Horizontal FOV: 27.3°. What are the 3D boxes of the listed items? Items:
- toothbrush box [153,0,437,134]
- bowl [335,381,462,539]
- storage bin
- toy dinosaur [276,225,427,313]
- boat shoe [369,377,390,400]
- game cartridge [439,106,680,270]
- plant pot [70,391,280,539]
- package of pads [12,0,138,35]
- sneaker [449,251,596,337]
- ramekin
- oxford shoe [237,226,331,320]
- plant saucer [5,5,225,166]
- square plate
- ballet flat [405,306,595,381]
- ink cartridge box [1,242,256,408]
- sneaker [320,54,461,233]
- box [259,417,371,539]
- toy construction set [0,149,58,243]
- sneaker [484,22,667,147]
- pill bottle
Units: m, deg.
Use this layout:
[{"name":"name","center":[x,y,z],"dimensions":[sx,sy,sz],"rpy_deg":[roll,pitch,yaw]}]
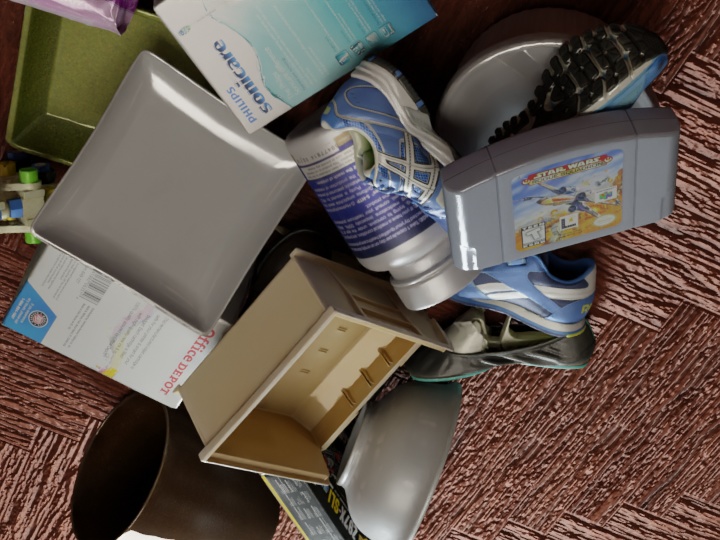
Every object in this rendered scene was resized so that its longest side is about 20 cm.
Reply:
[{"name":"toothbrush box","center":[-0.058,-0.237,1.278],"dimensions":[0.200,0.085,0.147],"rpy_deg":[-32,119,11]},{"name":"bowl","center":[0.032,0.199,1.584],"dimensions":[0.090,0.201,0.201],"rpy_deg":[20,130,-2]},{"name":"storage bin","center":[-0.042,0.100,1.445],"dimensions":[0.198,0.094,0.200],"rpy_deg":[21,117,-47]},{"name":"toy dinosaur","center":[0.000,0.000,1.515],"dimensions":[0.200,0.058,0.101],"rpy_deg":[34,128,-18]},{"name":"boat shoe","center":[-0.055,0.079,1.580],"dimensions":[0.199,0.074,0.068],"rpy_deg":[25,130,-12]},{"name":"game cartridge","center":[0.167,-0.070,1.233],"dimensions":[0.199,0.042,0.133],"rpy_deg":[-15,149,-1]},{"name":"plant pot","center":[-0.197,0.260,1.707],"dimensions":[0.200,0.187,0.187],"rpy_deg":[28,130,-32]},{"name":"package of pads","center":[-0.282,-0.290,1.284],"dimensions":[0.199,0.076,0.121],"rpy_deg":[17,96,-4]},{"name":"sneaker","center":[0.143,-0.004,1.481],"dimensions":[0.199,0.074,0.082],"rpy_deg":[17,122,-7]},{"name":"ramekin","center":[0.171,-0.144,1.340],"dimensions":[0.202,0.094,0.203],"rpy_deg":[5,130,6]},{"name":"oxford shoe","center":[-0.088,0.049,1.491],"dimensions":[0.073,0.084,0.200],"rpy_deg":[27,107,-7]},{"name":"plant saucer","center":[-0.224,-0.178,1.412],"dimensions":[0.199,0.048,0.200],"rpy_deg":[17,130,-5]},{"name":"square plate","center":[-0.174,-0.071,1.387],"dimensions":[0.198,0.028,0.200],"rpy_deg":[32,90,-19]},{"name":"ballet flat","center":[0.144,0.069,1.548],"dimensions":[0.199,0.068,0.069],"rpy_deg":[-6,119,2]},{"name":"ink cartridge box","center":[-0.228,0.011,1.506],"dimensions":[0.200,0.145,0.147],"rpy_deg":[29,129,-14]},{"name":"sneaker","center":[0.041,-0.089,1.288],"dimensions":[0.077,0.076,0.200],"rpy_deg":[-42,109,-10]},{"name":"box","center":[-0.034,0.227,1.643],"dimensions":[0.049,0.160,0.200],"rpy_deg":[-14,127,23]},{"name":"toy construction set","center":[-0.369,-0.080,1.452],"dimensions":[0.131,0.200,0.092],"rpy_deg":[-14,127,-30]},{"name":"sneaker","center":[0.190,-0.128,1.257],"dimensions":[0.090,0.079,0.200],"rpy_deg":[18,134,-32]},{"name":"pill bottle","center":[0.029,-0.069,1.383],"dimensions":[0.119,0.120,0.200],"rpy_deg":[-25,106,27]}]
